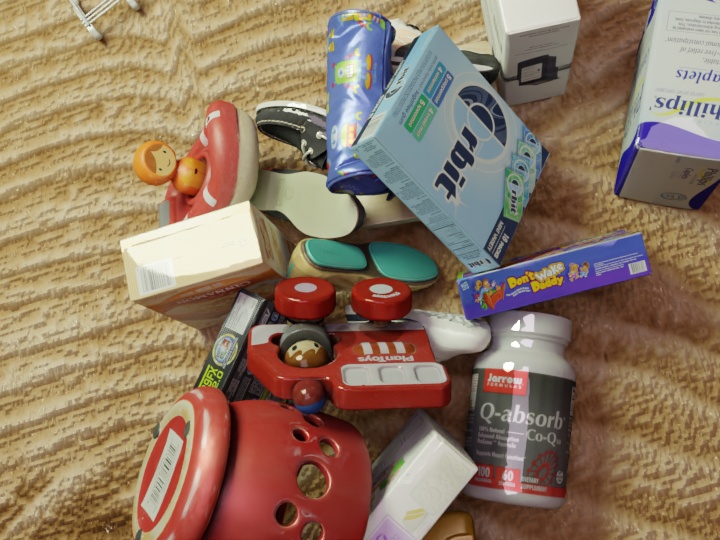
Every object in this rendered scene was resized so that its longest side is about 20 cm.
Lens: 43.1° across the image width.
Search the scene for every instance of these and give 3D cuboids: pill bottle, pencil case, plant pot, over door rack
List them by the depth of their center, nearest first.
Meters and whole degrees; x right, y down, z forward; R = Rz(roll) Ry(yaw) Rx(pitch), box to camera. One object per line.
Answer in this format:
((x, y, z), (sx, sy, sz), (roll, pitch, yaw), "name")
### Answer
((-0.111, 0.220, 0.882), (0.181, 0.200, 0.203), (23, 82, -27), "plant pot")
((0.004, -0.179, 0.982), (0.086, 0.078, 0.203), (-8, 77, 34), "pencil case")
((0.176, 0.152, 1.002), (0.114, 0.116, 0.203), (5, 80, 11), "pill bottle")
((-0.361, -0.436, 1.236), (0.147, 0.067, 0.201), (-37, 95, 1), "over door rack")

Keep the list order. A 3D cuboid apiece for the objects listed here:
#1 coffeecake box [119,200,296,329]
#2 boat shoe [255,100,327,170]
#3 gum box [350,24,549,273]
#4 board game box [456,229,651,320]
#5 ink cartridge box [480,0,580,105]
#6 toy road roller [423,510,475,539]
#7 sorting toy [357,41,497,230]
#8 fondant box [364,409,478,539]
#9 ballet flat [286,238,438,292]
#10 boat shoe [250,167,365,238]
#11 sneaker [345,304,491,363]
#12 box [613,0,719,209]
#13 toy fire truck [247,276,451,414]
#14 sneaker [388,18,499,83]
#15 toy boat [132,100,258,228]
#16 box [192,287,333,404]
((-0.161, 0.001, 1.052), (0.151, 0.200, 0.074), (-16, 75, 7), "coffeecake box")
((-0.034, -0.144, 1.054), (0.197, 0.074, 0.061), (16, 77, 5), "boat shoe")
((0.102, -0.127, 0.966), (0.200, 0.044, 0.171), (44, 57, -23), "gum box")
((0.208, 0.003, 1.013), (0.197, 0.134, 0.045), (-15, 92, 7), "board game box")
((0.190, -0.299, 1.047), (0.083, 0.200, 0.147), (-10, 77, 5), "ink cartridge box")
((0.070, 0.344, 0.987), (0.197, 0.123, 0.148), (-6, 64, 7), "toy road roller")
((0.074, -0.155, 1.107), (0.197, 0.070, 0.202), (-8, 78, 8), "sorting toy")
((0.046, 0.230, 0.965), (0.058, 0.200, 0.145), (40, 88, 1), "fondant box")
((0.000, 0.000, 1.064), (0.063, 0.198, 0.069), (-51, 44, 38), "ballet flat")
((-0.065, -0.081, 1.083), (0.198, 0.062, 0.072), (16, 94, 39), "boat shoe")
((0.063, 0.084, 1.038), (0.198, 0.076, 0.082), (2, 84, 44), "sneaker")
((0.355, -0.192, 1.002), (0.103, 0.184, 0.203), (10, 80, 11), "box")
((-0.016, 0.089, 0.927), (0.197, 0.168, 0.114), (0, 111, -7), "toy fire truck")
((0.065, -0.254, 1.055), (0.197, 0.074, 0.081), (8, 78, 12), "sneaker")
((-0.206, -0.116, 1.079), (0.200, 0.129, 0.132), (-48, 39, 35), "toy boat")
((-0.116, 0.141, 1.036), (0.044, 0.160, 0.202), (20, 83, 38), "box")
